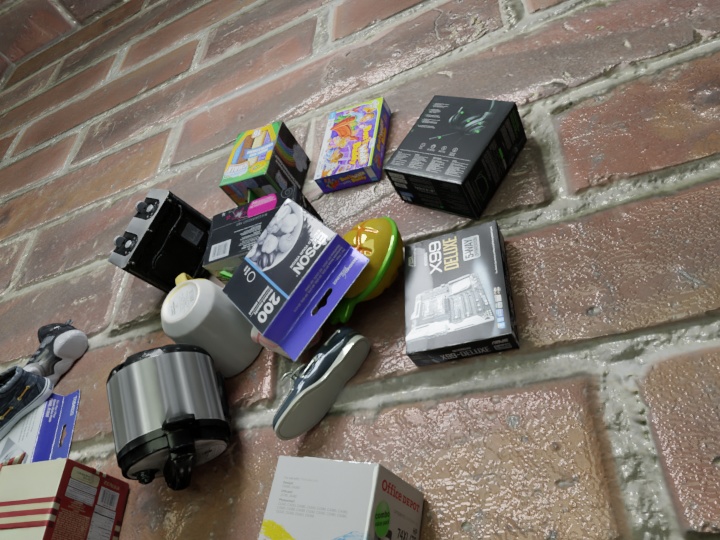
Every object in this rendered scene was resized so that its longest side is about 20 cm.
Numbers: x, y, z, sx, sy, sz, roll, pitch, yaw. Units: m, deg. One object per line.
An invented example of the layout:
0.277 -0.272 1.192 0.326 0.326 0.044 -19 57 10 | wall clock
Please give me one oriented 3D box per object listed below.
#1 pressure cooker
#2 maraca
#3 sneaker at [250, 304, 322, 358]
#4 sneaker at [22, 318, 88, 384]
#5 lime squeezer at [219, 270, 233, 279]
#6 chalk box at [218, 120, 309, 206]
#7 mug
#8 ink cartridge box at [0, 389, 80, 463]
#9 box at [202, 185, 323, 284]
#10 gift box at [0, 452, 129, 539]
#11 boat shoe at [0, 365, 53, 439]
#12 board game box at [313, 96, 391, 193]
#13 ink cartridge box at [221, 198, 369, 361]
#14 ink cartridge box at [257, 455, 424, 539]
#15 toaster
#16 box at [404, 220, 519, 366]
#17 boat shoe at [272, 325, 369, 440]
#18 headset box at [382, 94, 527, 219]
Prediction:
-0.298 0.240 0.864 0.178 0.176 0.201 -29 61 11 | pressure cooker
0.000 0.000 0.916 0.201 0.106 0.137 -56 24 17 | maraca
-0.089 0.062 0.941 0.104 0.076 0.201 28 70 21 | sneaker
-0.708 0.196 1.231 0.200 0.076 0.114 -46 45 -14 | sneaker
-0.166 0.055 0.999 0.200 0.070 0.038 45 124 17 | lime squeezer
-0.206 -0.193 1.170 0.123 0.125 0.201 -8 52 27 | chalk box
-0.284 0.091 0.988 0.185 0.153 0.150 7 62 36 | mug
-0.670 0.353 1.110 0.199 0.041 0.201 -25 47 13 | ink cartridge box
-0.182 -0.052 1.057 0.198 0.115 0.133 -16 52 22 | box
-0.506 0.401 0.885 0.185 0.185 0.201 -12 48 13 | gift box
-0.740 0.275 1.122 0.200 0.091 0.071 -41 43 -3 | boat shoe
-0.014 -0.265 1.159 0.133 0.045 0.201 -9 53 26 | board game box
-0.111 0.009 0.881 0.200 0.043 0.199 36 90 38 | ink cartridge box
-0.027 0.341 0.645 0.145 0.147 0.201 -7 55 29 | ink cartridge box
-0.394 -0.051 1.149 0.118 0.200 0.182 17 75 42 | toaster
0.147 0.034 0.832 0.156 0.050 0.201 -14 51 23 | box
-0.069 0.169 0.850 0.062 0.075 0.200 28 73 40 | boat shoe
0.170 -0.211 0.970 0.173 0.093 0.201 20 69 40 | headset box
